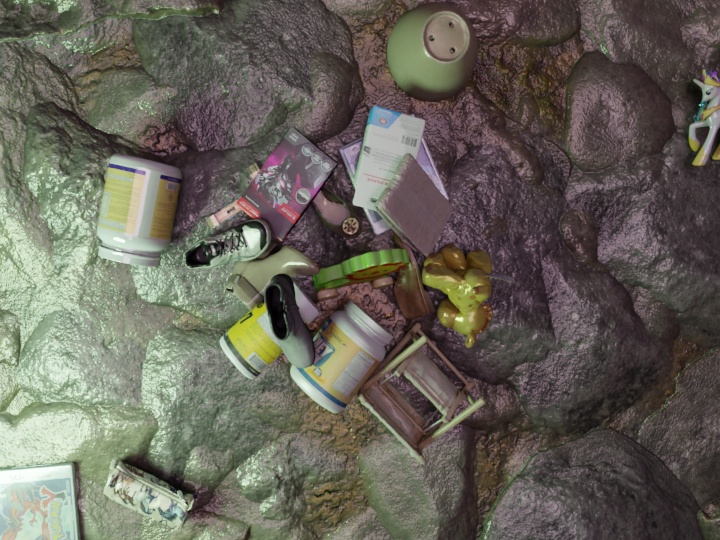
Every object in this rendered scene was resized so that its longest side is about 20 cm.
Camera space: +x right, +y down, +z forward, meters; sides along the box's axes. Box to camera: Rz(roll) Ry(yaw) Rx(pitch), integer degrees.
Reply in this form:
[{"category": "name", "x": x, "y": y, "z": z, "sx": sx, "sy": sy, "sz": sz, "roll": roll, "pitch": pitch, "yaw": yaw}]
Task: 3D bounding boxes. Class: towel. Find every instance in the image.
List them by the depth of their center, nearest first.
[{"category": "towel", "x": 0.112, "y": -0.130, "z": 1.398, "sx": 0.200, "sy": 0.034, "sz": 0.134, "roll": 44, "pitch": 71, "yaw": -43}]

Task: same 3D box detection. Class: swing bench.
[{"category": "swing bench", "x": 0.125, "y": 0.263, "z": 1.475, "sx": 0.200, "sy": 0.130, "sz": 0.199, "roll": -43, "pitch": 98, "yaw": 4}]

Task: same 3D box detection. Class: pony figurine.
[{"category": "pony figurine", "x": 0.817, "y": -0.342, "z": 1.504, "sx": 0.188, "sy": 0.167, "sz": 0.204, "roll": -3, "pitch": 110, "yaw": 2}]

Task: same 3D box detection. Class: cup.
[{"category": "cup", "x": 0.160, "y": -0.462, "z": 1.412, "sx": 0.195, "sy": 0.143, "sz": 0.205, "roll": -1, "pitch": 95, "yaw": -6}]

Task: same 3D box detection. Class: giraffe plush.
[{"category": "giraffe plush", "x": 0.221, "y": 0.061, "z": 1.456, "sx": 0.171, "sy": 0.198, "sz": 0.165, "roll": -30, "pitch": 132, "yaw": -41}]

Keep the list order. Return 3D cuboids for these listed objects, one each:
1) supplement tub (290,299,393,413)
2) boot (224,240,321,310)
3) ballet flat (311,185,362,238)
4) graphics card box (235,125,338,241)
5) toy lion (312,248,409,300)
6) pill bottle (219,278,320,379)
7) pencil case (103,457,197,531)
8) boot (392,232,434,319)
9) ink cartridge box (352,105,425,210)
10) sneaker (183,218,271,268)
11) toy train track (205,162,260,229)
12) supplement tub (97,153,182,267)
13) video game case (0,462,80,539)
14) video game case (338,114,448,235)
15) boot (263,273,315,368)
[{"category": "supplement tub", "x": -0.037, "y": 0.179, "z": 1.438, "sx": 0.144, "sy": 0.145, "sz": 0.201, "roll": 39, "pitch": 89, "yaw": -8}, {"category": "boot", "x": -0.187, "y": 0.018, "z": 1.404, "sx": 0.147, "sy": 0.198, "sz": 0.071, "roll": -53, "pitch": 134, "yaw": -16}, {"category": "ballet flat", "x": -0.072, "y": -0.146, "z": 1.458, "sx": 0.067, "sy": 0.046, "sz": 0.200, "roll": -43, "pitch": 97, "yaw": -3}, {"category": "graphics card box", "x": -0.149, "y": -0.177, "z": 1.403, "sx": 0.125, "sy": 0.051, "sz": 0.201, "roll": 38, "pitch": 95, "yaw": -3}, {"category": "toy lion", "x": 0.000, "y": 0.000, "z": 1.401, "sx": 0.196, "sy": 0.192, "sz": 0.070, "roll": -12, "pitch": 80, "yaw": -5}, {"category": "pill bottle", "x": -0.187, "y": 0.120, "z": 1.433, "sx": 0.199, "sy": 0.114, "sz": 0.115, "roll": -42, "pitch": 97, "yaw": -2}, {"category": "pencil case", "x": -0.448, "y": 0.471, "z": 1.447, "sx": 0.197, "sy": 0.078, "sz": 0.090, "roll": 29, "pitch": 116, "yaw": -7}, {"category": "boot", "x": 0.096, "y": 0.011, "z": 1.478, "sx": 0.074, "sy": 0.074, "sz": 0.204, "roll": -18, "pitch": 102, "yaw": 6}, {"category": "ink cartridge box", "x": 0.054, "y": -0.223, "z": 1.418, "sx": 0.114, "sy": 0.068, "sz": 0.204, "roll": 13, "pitch": 93, "yaw": -9}, {"category": "sneaker", "x": -0.271, "y": -0.043, "z": 1.386, "sx": 0.197, "sy": 0.087, "sz": 0.077, "roll": -22, "pitch": 92, "yaw": 25}, {"category": "toy train track", "x": -0.238, "y": -0.150, "z": 1.447, "sx": 0.198, "sy": 0.033, "sz": 0.116, "roll": -32, "pitch": 97, "yaw": -2}, {"category": "supplement tub", "x": -0.444, "y": -0.119, "z": 1.370, "sx": 0.142, "sy": 0.145, "sz": 0.204, "roll": 12, "pitch": 93, "yaw": -7}, {"category": "video game case", "x": -0.694, "y": 0.516, "z": 1.453, "sx": 0.178, "sy": 0.023, "sz": 0.205, "roll": -3, "pitch": 95, "yaw": -6}, {"category": "video game case", "x": 0.073, "y": -0.206, "z": 1.475, "sx": 0.179, "sy": 0.023, "sz": 0.203, "roll": -25, "pitch": 96, "yaw": -4}, {"category": "boot", "x": -0.143, "y": 0.112, "z": 1.309, "sx": 0.068, "sy": 0.132, "sz": 0.204, "roll": -19, "pitch": 101, "yaw": 4}]
